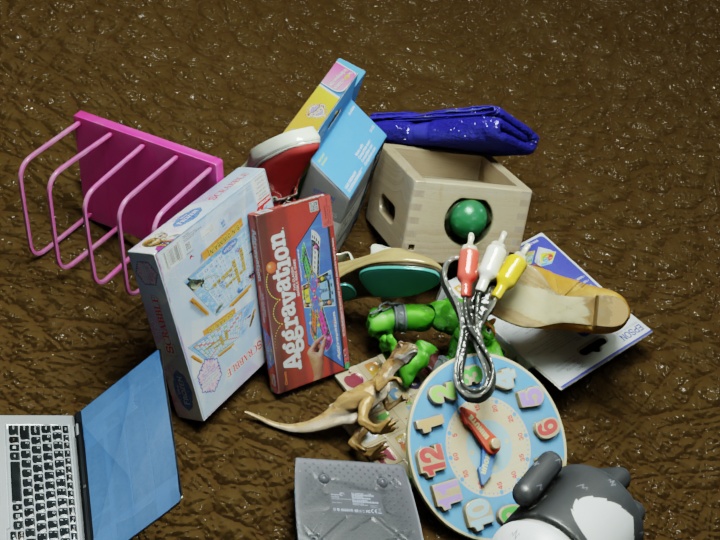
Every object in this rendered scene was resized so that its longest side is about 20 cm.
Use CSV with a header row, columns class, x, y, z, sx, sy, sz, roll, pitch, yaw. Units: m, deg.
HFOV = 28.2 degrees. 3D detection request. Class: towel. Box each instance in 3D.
class,x,y,z,sx,sy,sz,roll,pitch,yaw
towel,0.117,-0.179,1.854,0.197,0.050,0.147,2,-2,27

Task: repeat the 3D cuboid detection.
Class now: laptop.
class,x,y,z,sx,sy,sz,roll,pitch,yaw
laptop,-0.287,0.180,1.377,0.197,0.117,0.189,3,44,-19

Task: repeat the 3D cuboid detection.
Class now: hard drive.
class,x,y,z,sx,sy,sz,roll,pitch,yaw
hard drive,-0.002,0.282,1.441,0.133,0.043,0.202,6,44,-16

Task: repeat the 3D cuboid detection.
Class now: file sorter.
class,x,y,z,sx,sy,sz,roll,pitch,yaw
file sorter,-0.264,-0.063,1.587,0.198,0.141,0.125,20,41,23

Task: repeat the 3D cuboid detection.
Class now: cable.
class,x,y,z,sx,sy,sz,roll,pitch,yaw
cable,0.120,0.044,1.552,0.096,0.051,0.202,9,55,14

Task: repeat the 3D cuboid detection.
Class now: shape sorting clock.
class,x,y,z,sx,sy,sz,roll,pitch,yaw
shape sorting clock,0.138,0.189,1.541,0.197,0.039,0.203,5,76,-20

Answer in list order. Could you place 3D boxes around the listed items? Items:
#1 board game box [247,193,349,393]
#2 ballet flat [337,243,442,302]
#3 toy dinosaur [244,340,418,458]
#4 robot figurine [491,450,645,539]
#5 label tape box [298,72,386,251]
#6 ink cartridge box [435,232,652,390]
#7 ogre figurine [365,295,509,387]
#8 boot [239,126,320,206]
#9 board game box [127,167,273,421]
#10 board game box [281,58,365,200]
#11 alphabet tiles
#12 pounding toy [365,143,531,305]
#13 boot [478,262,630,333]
class,x,y,z,sx,sy,sz,roll,pitch,yaw
board game box,-0.066,0.025,1.585,0.102,0.203,0.019,-17,18,-34
ballet flat,0.000,0.000,1.651,0.197,0.069,0.064,-12,52,17
toy dinosaur,-0.012,0.154,1.560,0.198,0.061,0.106,-30,54,-14
robot figurine,0.214,0.279,1.469,0.150,0.126,0.199,38,45,18
label tape box,-0.025,-0.112,1.722,0.063,0.201,0.145,24,42,4
ink cartridge box,0.227,0.057,1.769,0.196,0.047,0.200,-24,60,-40
ogre figurine,0.103,0.103,1.629,0.119,0.099,0.200,-29,44,-21
boot,-0.086,-0.066,1.627,0.072,0.200,0.146,-11,75,-33
board game box,-0.150,0.022,1.543,0.041,0.202,0.200,5,31,33
board game box,-0.065,-0.150,1.784,0.040,0.154,0.201,26,42,4
alphabet tiles,0.064,0.171,1.610,0.165,0.006,0.200,-20,56,-36
pounding toy,0.096,-0.055,1.762,0.181,0.144,0.200,4,20,-18
boot,0.215,0.038,1.672,0.198,0.072,0.144,12,-3,4
